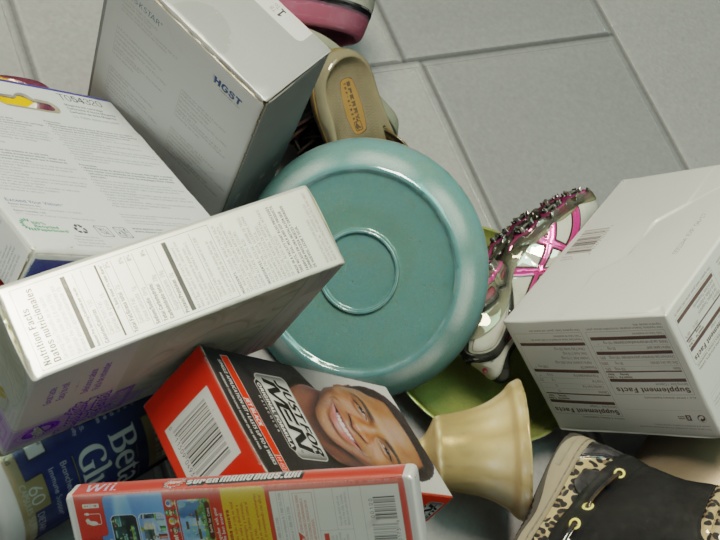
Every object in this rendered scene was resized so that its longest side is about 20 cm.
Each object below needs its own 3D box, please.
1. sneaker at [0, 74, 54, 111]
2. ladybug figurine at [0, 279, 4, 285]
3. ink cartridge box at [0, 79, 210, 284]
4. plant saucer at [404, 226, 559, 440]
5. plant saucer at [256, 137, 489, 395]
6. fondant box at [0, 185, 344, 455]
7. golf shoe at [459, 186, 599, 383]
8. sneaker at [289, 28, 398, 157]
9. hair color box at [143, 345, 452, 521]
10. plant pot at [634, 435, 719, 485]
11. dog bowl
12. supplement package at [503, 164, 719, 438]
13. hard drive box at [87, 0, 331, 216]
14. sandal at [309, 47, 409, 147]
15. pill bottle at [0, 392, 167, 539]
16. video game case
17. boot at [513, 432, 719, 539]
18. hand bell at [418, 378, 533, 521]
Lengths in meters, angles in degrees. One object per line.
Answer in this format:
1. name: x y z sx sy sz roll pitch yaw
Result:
1. sneaker: -0.319 -0.121 0.874 0.197 0.090 0.076 -16 68 -28
2. ladybug figurine: -0.253 -0.001 0.805 0.133 0.073 0.201 7 30 15
3. ink cartridge box: -0.202 -0.058 0.804 0.200 0.044 0.195 45 23 28
4. plant saucer: 0.099 0.055 0.982 0.197 0.031 0.203 10 58 -17
5. plant saucer: 0.000 0.000 0.895 0.196 0.027 0.204 1 95 8
6. fondant box: -0.124 0.030 0.700 0.198 0.144 0.059 -20 76 -30
7. golf shoe: 0.141 0.009 0.972 0.200 0.072 0.093 -42 101 -29
8. sneaker: -0.033 -0.117 0.957 0.199 0.074 0.108 31 51 -44
9. hair color box: -0.034 0.117 0.743 0.199 0.061 0.102 20 31 -54
10. plant pot: 0.283 0.186 0.903 0.173 0.200 0.201 -36 79 -18
11. dog bowl: -0.076 -0.238 0.989 0.197 0.200 0.075 3 93 -20
12. supplement package: 0.239 0.020 0.906 0.200 0.155 0.112 -44 113 -33
13. hard drive box: -0.126 -0.141 0.897 0.156 0.200 0.077 44 58 6
14. sandal: 0.017 -0.081 0.931 0.080 0.054 0.203 -30 108 -36
15. pill bottle: -0.181 0.094 0.796 0.199 0.111 0.112 -29 75 -32
16. video game case: -0.056 0.181 0.641 0.196 0.146 0.017 -6 14 13
17. boot: 0.179 0.212 0.788 0.149 0.074 0.201 8 51 30
18. hand bell: 0.024 0.138 0.872 0.196 0.105 0.106 -2 61 0
